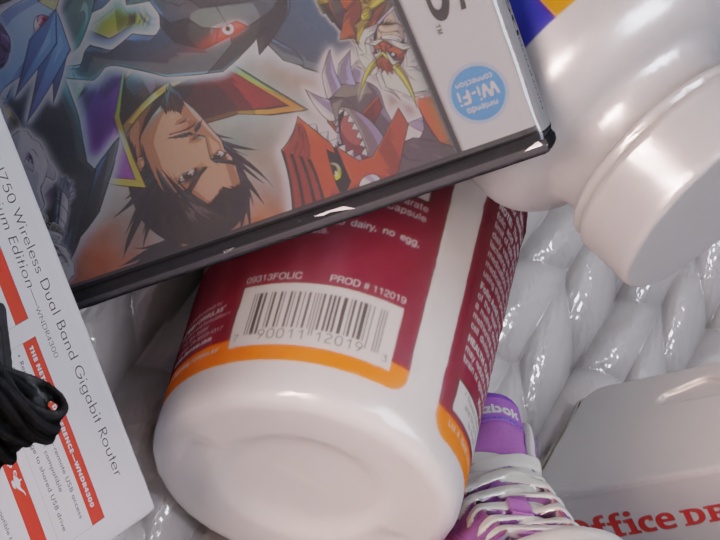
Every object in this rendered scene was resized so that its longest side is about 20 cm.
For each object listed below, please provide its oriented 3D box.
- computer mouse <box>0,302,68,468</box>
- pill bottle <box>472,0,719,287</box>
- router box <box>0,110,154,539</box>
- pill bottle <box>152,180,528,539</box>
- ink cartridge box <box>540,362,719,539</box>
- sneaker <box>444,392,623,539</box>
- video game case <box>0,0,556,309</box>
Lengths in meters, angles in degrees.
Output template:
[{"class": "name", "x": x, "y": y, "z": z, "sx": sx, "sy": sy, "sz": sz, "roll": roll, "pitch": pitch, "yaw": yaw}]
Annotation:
[{"class": "computer mouse", "x": -0.122, "y": -0.041, "z": 0.816, "sx": 0.141, "sy": 0.046, "sz": 0.200, "roll": 72, "pitch": -2, "yaw": -62}, {"class": "pill bottle", "x": 0.058, "y": -0.093, "z": 0.980, "sx": 0.200, "sy": 0.112, "sz": 0.112, "roll": 48, "pitch": 28, "yaw": 20}, {"class": "router box", "x": -0.162, "y": 0.022, "z": 0.851, "sx": 0.179, "sy": 0.049, "sz": 0.201, "roll": -32, "pitch": 105, "yaw": -55}, {"class": "pill bottle", "x": 0.000, "y": 0.000, "z": 1.038, "sx": 0.114, "sy": 0.114, "sz": 0.200, "roll": 47, "pitch": 43, "yaw": -35}, {"class": "ink cartridge box", "x": 0.182, "y": 0.144, "z": 1.222, "sx": 0.200, "sy": 0.145, "sz": 0.084, "roll": 61, "pitch": 38, "yaw": -20}, {"class": "sneaker", "x": 0.049, "y": 0.094, "z": 1.031, "sx": 0.072, "sy": 0.200, "sz": 0.115, "roll": 6, "pitch": 73, "yaw": -16}, {"class": "video game case", "x": -0.058, "y": -0.094, "z": 0.917, "sx": 0.026, "sy": 0.199, "sz": 0.181, "roll": -53, "pitch": 124, "yaw": -75}]
